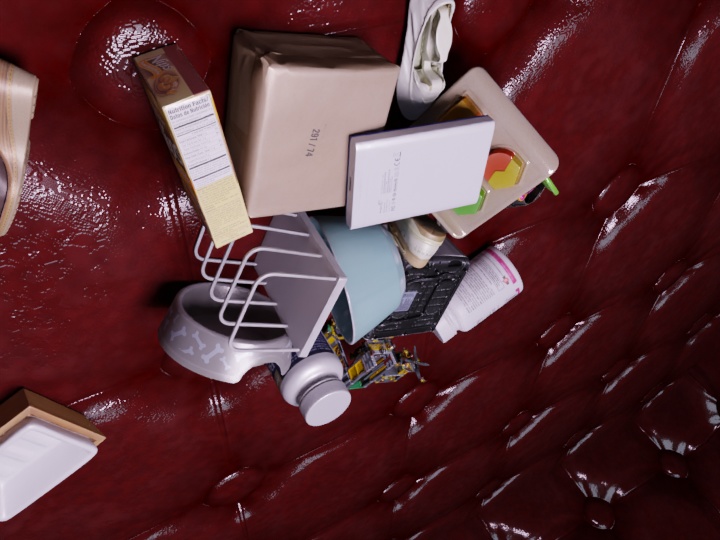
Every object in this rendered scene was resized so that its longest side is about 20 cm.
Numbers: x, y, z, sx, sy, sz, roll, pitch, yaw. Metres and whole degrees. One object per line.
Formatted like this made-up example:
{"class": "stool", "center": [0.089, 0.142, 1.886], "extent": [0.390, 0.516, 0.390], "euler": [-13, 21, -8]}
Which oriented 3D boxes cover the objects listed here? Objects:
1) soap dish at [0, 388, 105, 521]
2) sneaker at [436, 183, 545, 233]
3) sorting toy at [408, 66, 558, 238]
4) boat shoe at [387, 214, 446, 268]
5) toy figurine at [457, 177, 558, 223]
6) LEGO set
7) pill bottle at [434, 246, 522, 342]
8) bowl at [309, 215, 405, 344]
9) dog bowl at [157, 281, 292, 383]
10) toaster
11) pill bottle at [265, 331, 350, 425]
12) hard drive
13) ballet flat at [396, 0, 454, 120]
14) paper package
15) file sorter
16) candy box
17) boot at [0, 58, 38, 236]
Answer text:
{"class": "soap dish", "center": [-0.510, 0.272, 0.875], "extent": [0.199, 0.081, 0.158], "euler": [-37, 143, -2]}
{"class": "sneaker", "center": [0.228, -0.126, 1.045], "extent": [0.200, 0.107, 0.075], "euler": [-47, 142, 11]}
{"class": "sorting toy", "center": [0.154, -0.160, 0.865], "extent": [0.200, 0.185, 0.037], "euler": [-38, -171, 37]}
{"class": "boat shoe", "center": [0.069, -0.067, 0.909], "extent": [0.073, 0.200, 0.067], "euler": [21, 109, -16]}
{"class": "toy figurine", "center": [0.193, -0.141, 0.958], "extent": [0.183, 0.201, 0.150], "euler": [-36, 137, 19]}
{"class": "LEGO set", "center": [0.034, 0.141, 1.125], "extent": [0.198, 0.155, 0.116], "euler": [13, 138, -37]}
{"class": "pill bottle", "center": [0.222, 0.051, 1.218], "extent": [0.199, 0.114, 0.114], "euler": [-36, 143, -3]}
{"class": "bowl", "center": [0.000, 0.000, 0.901], "extent": [0.104, 0.202, 0.202], "euler": [-18, 139, -12]}
{"class": "dog bowl", "center": [-0.186, 0.082, 0.858], "extent": [0.198, 0.200, 0.059], "euler": [4, 114, -41]}
{"class": "toaster", "center": [0.082, 0.015, 1.061], "extent": [0.179, 0.119, 0.202], "euler": [-4, 132, -37]}
{"class": "pill bottle", "center": [-0.097, 0.153, 0.991], "extent": [0.110, 0.201, 0.112], "euler": [-21, 140, -19]}
{"class": "hard drive", "center": [0.078, -0.131, 0.795], "extent": [0.197, 0.025, 0.133], "euler": [-13, 135, -19]}
{"class": "ballet flat", "center": [0.090, -0.283, 0.806], "extent": [0.069, 0.070, 0.202], "euler": [-20, 139, -22]}
{"class": "paper package", "center": [-0.068, -0.184, 0.748], "extent": [0.189, 0.104, 0.202], "euler": [-10, 134, -31]}
{"class": "file sorter", "center": [-0.134, -0.004, 0.804], "extent": [0.123, 0.201, 0.140], "euler": [6, 126, -37]}
{"class": "candy box", "center": [-0.188, -0.138, 0.685], "extent": [0.055, 0.116, 0.201], "euler": [-26, 141, -15]}
{"class": "boot", "center": [-0.413, -0.130, 0.571], "extent": [0.164, 0.073, 0.201], "euler": [9, 125, -29]}
